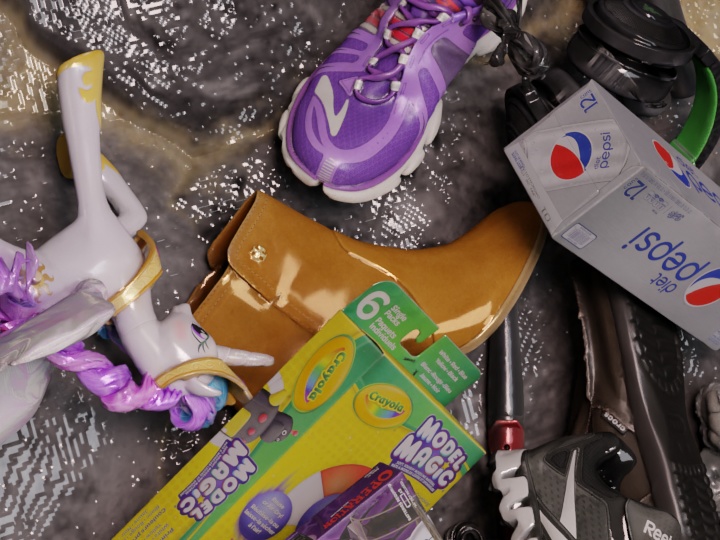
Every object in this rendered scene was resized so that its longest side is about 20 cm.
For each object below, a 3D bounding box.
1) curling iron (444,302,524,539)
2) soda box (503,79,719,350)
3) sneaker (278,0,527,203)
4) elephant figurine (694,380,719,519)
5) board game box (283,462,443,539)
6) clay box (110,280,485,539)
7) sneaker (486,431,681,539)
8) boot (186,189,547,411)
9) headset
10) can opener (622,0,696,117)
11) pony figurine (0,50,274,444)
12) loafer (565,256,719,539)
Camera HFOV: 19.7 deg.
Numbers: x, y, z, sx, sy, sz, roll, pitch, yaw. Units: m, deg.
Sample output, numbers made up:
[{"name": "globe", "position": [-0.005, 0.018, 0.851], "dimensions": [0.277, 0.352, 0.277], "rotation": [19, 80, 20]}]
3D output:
[{"name": "curling iron", "position": [0.075, 0.094, 1.174], "dimensions": [0.049, 0.026, 0.201], "rotation": [12, 80, -27]}, {"name": "soda box", "position": [0.163, -0.026, 1.147], "dimensions": [0.200, 0.063, 0.068], "rotation": [30, 28, -50]}, {"name": "sneaker", "position": [0.025, -0.126, 1.132], "dimensions": [0.081, 0.083, 0.200], "rotation": [32, 67, 8]}, {"name": "elephant figurine", "position": [0.288, 0.111, 1.175], "dimensions": [0.141, 0.200, 0.156], "rotation": [14, 79, -23]}, {"name": "board game box", "position": [0.017, 0.206, 0.995], "dimensions": [0.120, 0.032, 0.200], "rotation": [-36, 111, -15]}, {"name": "clay box", "position": [-0.022, 0.108, 1.056], "dimensions": [0.200, 0.048, 0.115], "rotation": [-45, 136, 1]}, {"name": "sneaker", "position": [0.128, 0.163, 1.079], "dimensions": [0.066, 0.090, 0.200], "rotation": [48, 23, -47]}, {"name": "boot", "position": [-0.001, 0.000, 1.124], "dimensions": [0.144, 0.071, 0.201], "rotation": [43, 74, -16]}, {"name": "headset", "position": [0.133, -0.094, 1.153], "dimensions": [0.124, 0.094, 0.200], "rotation": [-47, 131, 11]}, {"name": "can opener", "position": [0.142, -0.189, 1.224], "dimensions": [0.053, 0.067, 0.200], "rotation": [-30, 111, -24]}, {"name": "pony figurine", "position": [-0.158, 0.011, 1.021], "dimensions": [0.193, 0.167, 0.200], "rotation": [-24, 80, -32]}, {"name": "loafer", "position": [0.143, 0.076, 1.175], "dimensions": [0.073, 0.071, 0.200], "rotation": [27, 48, -54]}]
